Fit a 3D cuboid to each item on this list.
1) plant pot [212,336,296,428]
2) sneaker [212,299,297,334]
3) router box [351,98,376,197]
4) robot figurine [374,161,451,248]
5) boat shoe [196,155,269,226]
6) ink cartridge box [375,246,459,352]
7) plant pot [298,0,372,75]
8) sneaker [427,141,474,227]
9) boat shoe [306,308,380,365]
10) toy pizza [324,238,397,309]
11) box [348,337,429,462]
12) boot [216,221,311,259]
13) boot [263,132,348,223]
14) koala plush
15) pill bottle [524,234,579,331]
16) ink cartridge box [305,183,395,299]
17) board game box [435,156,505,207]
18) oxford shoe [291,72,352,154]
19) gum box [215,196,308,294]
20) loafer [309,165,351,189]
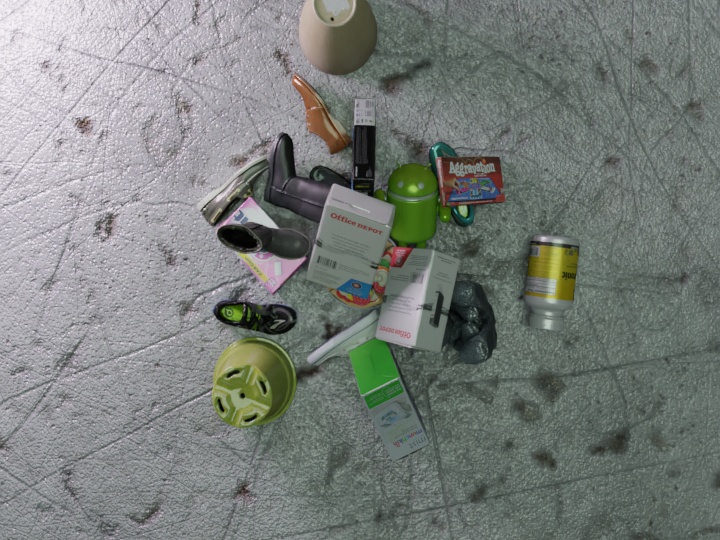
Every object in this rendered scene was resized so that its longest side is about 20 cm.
[{"bbox_3d":[-0.245,0.257,1.587,0.194,0.184,0.207,0,91,1],"label":"plant pot"},{"bbox_3d":[-0.240,0.107,1.633,0.193,0.083,0.073,8,92,0],"label":"sneaker"},{"bbox_3d":[0.007,-0.240,1.556,0.049,0.150,0.205,2,64,0],"label":"router box"},{"bbox_3d":[0.113,-0.143,1.590,0.170,0.117,0.205,2,120,5],"label":"robot figurine"},{"bbox_3d":[-0.278,-0.181,1.634,0.200,0.072,0.061,-37,91,7],"label":"boat shoe"},{"bbox_3d":[0.119,0.061,1.540,0.082,0.143,0.206,16,85,-33],"label":"ink cartridge box"},{"bbox_3d":[-0.052,-0.544,1.560,0.181,0.200,0.194,0,91,0],"label":"plant pot"},{"bbox_3d":[0.213,-0.196,1.627,0.076,0.080,0.205,-23,91,1],"label":"sneaker"},{"bbox_3d":[-0.027,0.168,1.638,0.197,0.074,0.068,-34,91,1],"label":"boat shoe"},{"bbox_3d":[0.000,0.000,1.619,0.194,0.032,0.206,3,114,6],"label":"toy pizza"},{"bbox_3d":[0.061,0.269,1.557,0.095,0.201,0.180,-24,113,1],"label":"box"},{"bbox_3d":[-0.195,-0.063,1.503,0.176,0.200,0.075,9,89,-1],"label":"boot"},{"bbox_3d":[-0.111,-0.196,1.593,0.196,0.065,0.169,23,113,25],"label":"boot"},{"bbox_3d":[0.193,0.126,1.613,0.195,0.183,0.183,-15,85,22],"label":"koala plush"},{"bbox_3d":[0.425,0.027,1.616,0.108,0.111,0.207,6,92,0],"label":"pill bottle"},{"bbox_3d":[-0.021,-0.058,1.509,0.142,0.085,0.203,18,128,-1],"label":"ink cartridge box"},{"bbox_3d":[0.246,-0.198,1.595,0.196,0.019,0.106,-8,89,-40],"label":"board game box"},{"bbox_3d":[-0.102,-0.353,1.631,0.071,0.071,0.202,-35,92,6],"label":"oxford shoe"},{"bbox_3d":[-0.224,-0.060,1.637,0.113,0.066,0.200,-43,90,0],"label":"gum box"},{"bbox_3d":[-0.033,-0.166,1.632,0.199,0.070,0.068,41,91,-1],"label":"loafer"}]
